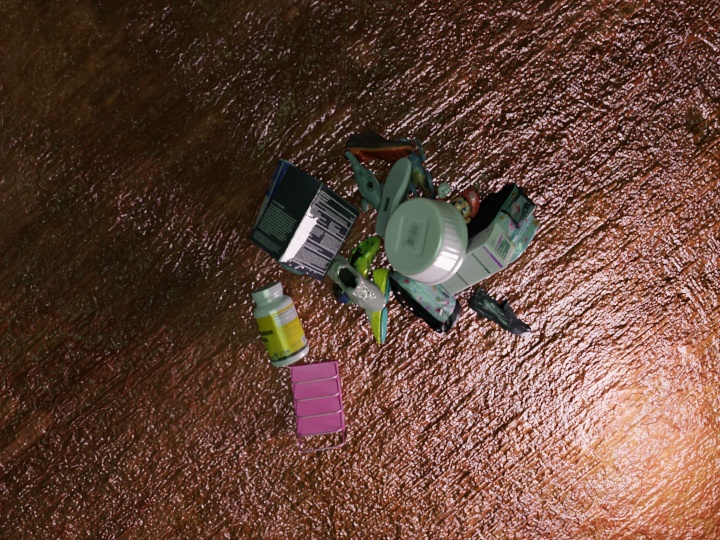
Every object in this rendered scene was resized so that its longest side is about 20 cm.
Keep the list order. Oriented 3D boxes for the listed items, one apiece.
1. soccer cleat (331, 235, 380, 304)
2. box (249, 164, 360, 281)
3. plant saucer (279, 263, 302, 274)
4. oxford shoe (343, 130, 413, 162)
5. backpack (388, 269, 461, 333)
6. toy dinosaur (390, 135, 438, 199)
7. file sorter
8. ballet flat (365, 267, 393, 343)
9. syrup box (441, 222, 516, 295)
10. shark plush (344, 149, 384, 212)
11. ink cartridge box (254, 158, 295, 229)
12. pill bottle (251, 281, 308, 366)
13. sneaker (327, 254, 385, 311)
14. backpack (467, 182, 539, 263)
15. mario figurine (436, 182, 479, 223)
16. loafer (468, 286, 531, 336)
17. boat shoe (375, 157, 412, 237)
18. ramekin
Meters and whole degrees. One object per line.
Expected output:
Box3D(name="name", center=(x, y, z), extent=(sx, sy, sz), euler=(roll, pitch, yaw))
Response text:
Box3D(name="soccer cleat", center=(-0.001, 0.000, 1.493), extent=(0.083, 0.064, 0.203), euler=(32, 92, -36))
Box3D(name="box", center=(-0.128, -0.109, 1.317), extent=(0.122, 0.199, 0.202), euler=(32, 92, 30))
Box3D(name="plant saucer", center=(-0.140, -0.085, 1.448), extent=(0.193, 0.036, 0.208), euler=(-5, 104, -19))
Box3D(name="oxford shoe", center=(0.045, -0.322, 1.398), extent=(0.194, 0.071, 0.075), euler=(5, 80, 28))
Box3D(name="backpack", center=(0.167, 0.053, 1.451), extent=(0.200, 0.166, 0.127), euler=(44, 83, -17))
Box3D(name="toy dinosaur", center=(0.136, -0.262, 1.460), extent=(0.102, 0.200, 0.187), euler=(-19, 65, 12))
Box3D(name="file sorter", center=(-0.117, 0.370, 1.500), extent=(0.134, 0.126, 0.208), euler=(-6, 99, -3))
Box3D(name="ballet flat", center=(0.046, 0.094, 1.508), extent=(0.065, 0.067, 0.208), euler=(8, 96, 16))
Box3D(name="syrup box", center=(0.271, -0.024, 1.327), extent=(0.081, 0.199, 0.079), euler=(44, 51, -10))
Box3D(name="shark plush", center=(0.027, -0.229, 1.418), extent=(0.089, 0.084, 0.204), euler=(-24, 118, -4))
Box3D(name="ink cartridge box", center=(-0.215, -0.175, 1.370), extent=(0.046, 0.200, 0.203), euler=(21, 98, -16))
Box3D(name="pill bottle", center=(-0.218, 0.139, 1.464), extent=(0.109, 0.113, 0.206), euler=(-19, 99, -1))
Box3D(name="sneaker", center=(-0.008, 0.047, 1.411), extent=(0.198, 0.099, 0.079), euler=(38, 93, -20))
Box3D(name="backpack", center=(0.348, -0.098, 1.418), extent=(0.200, 0.175, 0.154), euler=(-44, 98, -21))
Box3D(name="mario figurine", center=(0.211, -0.134, 1.387), extent=(0.198, 0.107, 0.124), euler=(-36, 120, 10))
Box3D(name="loafer", center=(0.394, 0.116, 1.526), extent=(0.197, 0.068, 0.072), euler=(30, 105, -4))
Box3D(name="boat shoe", center=(0.092, -0.179, 1.391), extent=(0.055, 0.068, 0.206), euler=(14, 97, -40))
Box3D(name="ramekin", center=(0.147, -0.074, 1.305), extent=(0.096, 0.198, 0.207), euler=(10, 101, -47))
